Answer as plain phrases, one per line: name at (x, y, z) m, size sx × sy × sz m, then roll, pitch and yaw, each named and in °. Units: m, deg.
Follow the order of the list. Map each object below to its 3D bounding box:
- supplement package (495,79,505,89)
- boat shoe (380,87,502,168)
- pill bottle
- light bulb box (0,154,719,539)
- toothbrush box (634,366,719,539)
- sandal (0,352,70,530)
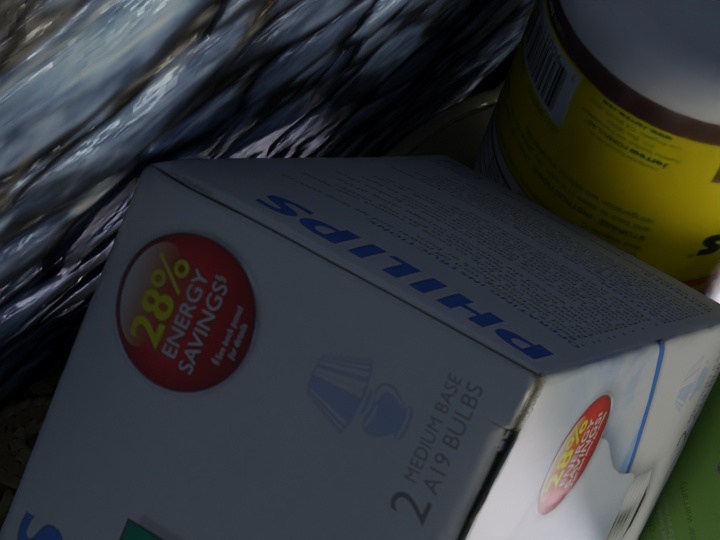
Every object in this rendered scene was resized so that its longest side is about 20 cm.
supplement package at (0.112, -0.046, 0.896) m, size 0.200 × 0.120 × 0.121 m, roll -45°, pitch 176°, yaw 35°
boat shoe at (0.001, 0.002, 0.808) m, size 0.200 × 0.074 × 0.066 m, roll -54°, pitch -156°, yaw -10°
pill bottle at (0.098, -0.038, 0.706) m, size 0.109 × 0.109 × 0.200 m, roll -37°, pitch 160°, yaw -33°
light bulb box at (-0.002, 0.078, 0.591) m, size 0.200 × 0.125 × 0.199 m, roll -9°, pitch 124°, yaw -65°
toothbrush box at (0.108, 0.086, 0.739) m, size 0.200 × 0.086 × 0.145 m, roll -21°, pitch 161°, yaw 33°
sandal at (-0.078, 0.046, 0.660) m, size 0.212 × 0.077 × 0.070 m, roll -5°, pitch 111°, yaw -59°
